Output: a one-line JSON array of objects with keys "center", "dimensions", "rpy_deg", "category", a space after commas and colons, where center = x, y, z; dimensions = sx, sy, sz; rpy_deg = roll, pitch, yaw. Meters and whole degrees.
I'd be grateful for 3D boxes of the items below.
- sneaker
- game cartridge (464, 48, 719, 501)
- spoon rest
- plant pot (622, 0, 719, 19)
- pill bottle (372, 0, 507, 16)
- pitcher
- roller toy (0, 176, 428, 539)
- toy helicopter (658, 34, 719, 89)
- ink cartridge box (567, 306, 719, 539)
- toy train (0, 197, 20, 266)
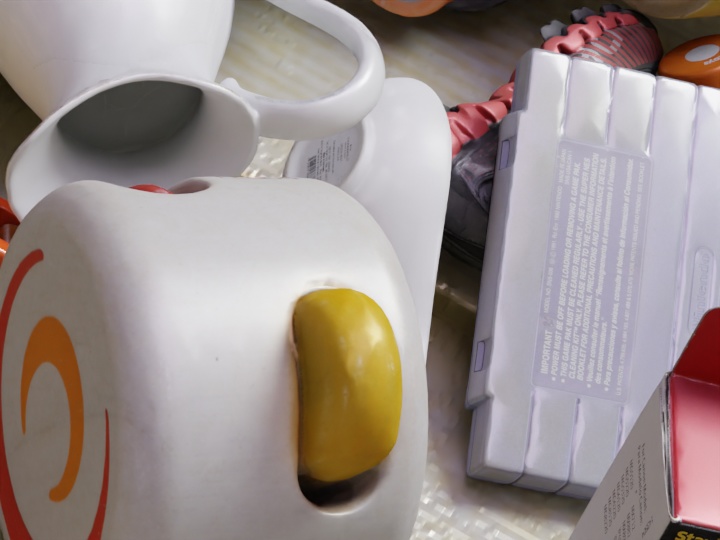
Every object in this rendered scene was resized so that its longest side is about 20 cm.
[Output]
[{"center": [0.096, -0.058, 1.399], "dimensions": [0.098, 0.071, 0.200], "rpy_deg": [39, 47, 16], "category": "sneaker"}, {"center": [0.118, 0.007, 1.315], "dimensions": [0.129, 0.038, 0.201], "rpy_deg": [11, 73, -8], "category": "game cartridge"}, {"center": [0.000, 0.000, 1.302], "dimensions": [0.061, 0.099, 0.200], "rpy_deg": [34, 47, -36], "category": "spoon rest"}, {"center": [0.209, -0.212, 1.453], "dimensions": [0.189, 0.201, 0.201], "rpy_deg": [-21, 58, -34], "category": "plant pot"}, {"center": [0.072, -0.202, 1.502], "dimensions": [0.106, 0.106, 0.200], "rpy_deg": [37, 44, 14], "category": "pill bottle"}, {"center": [-0.086, -0.116, 1.291], "dimensions": [0.171, 0.121, 0.200], "rpy_deg": [-12, 46, -5], "category": "pitcher"}, {"center": [-0.057, 0.052, 1.141], "dimensions": [0.139, 0.200, 0.183], "rpy_deg": [-2, 43, -26], "category": "roller toy"}, {"center": [0.253, -0.089, 1.414], "dimensions": [0.200, 0.079, 0.132], "rpy_deg": [-26, 24, -15], "category": "toy helicopter"}, {"center": [0.202, 0.119, 1.194], "dimensions": [0.199, 0.176, 0.084], "rpy_deg": [13, 45, -10], "category": "ink cartridge box"}, {"center": [-0.187, -0.051, 1.291], "dimensions": [0.150, 0.056, 0.200], "rpy_deg": [27, 29, -29], "category": "toy train"}]
